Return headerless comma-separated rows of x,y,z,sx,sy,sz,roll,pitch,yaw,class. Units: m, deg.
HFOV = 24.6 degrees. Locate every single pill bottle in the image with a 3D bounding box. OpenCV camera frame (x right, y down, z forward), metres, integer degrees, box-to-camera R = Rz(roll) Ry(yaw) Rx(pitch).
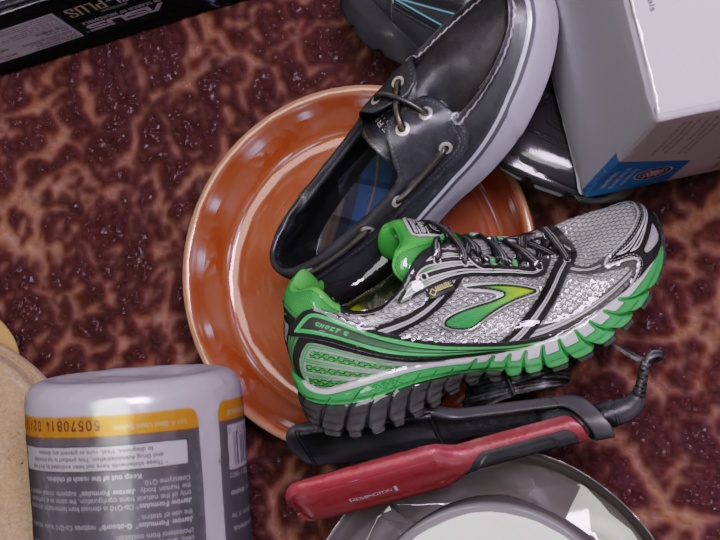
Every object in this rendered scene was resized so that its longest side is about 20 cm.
-0.112,0.153,0.858,0.115,0.116,0.202,-3,91,15,pill bottle

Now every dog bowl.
0.069,0.191,0.838,0.198,0.059,0.202,-3,80,15,dog bowl

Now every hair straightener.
0.054,0.064,0.824,0.199,0.041,0.077,-19,47,15,hair straightener

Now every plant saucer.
0.000,0.000,0.902,0.198,0.032,0.202,-2,81,14,plant saucer

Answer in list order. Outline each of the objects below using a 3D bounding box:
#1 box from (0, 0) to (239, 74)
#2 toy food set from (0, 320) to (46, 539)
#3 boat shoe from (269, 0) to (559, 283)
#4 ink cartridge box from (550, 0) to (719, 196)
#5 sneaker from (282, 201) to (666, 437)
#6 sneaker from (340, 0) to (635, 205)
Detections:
-0.156,-0.225,0.951,0.198,0.086,0.165,-15,78,13,box
-0.251,0.123,0.912,0.197,0.049,0.200,-36,74,-16,toy food set
0.025,-0.063,0.822,0.201,0.056,0.069,-55,49,25,boat shoe
0.197,-0.137,0.778,0.198,0.147,0.146,-11,80,-8,ink cartridge box
0.056,0.010,0.805,0.199,0.078,0.086,-21,114,-5,sneaker
0.073,-0.114,0.866,0.200,0.075,0.080,43,118,17,sneaker
